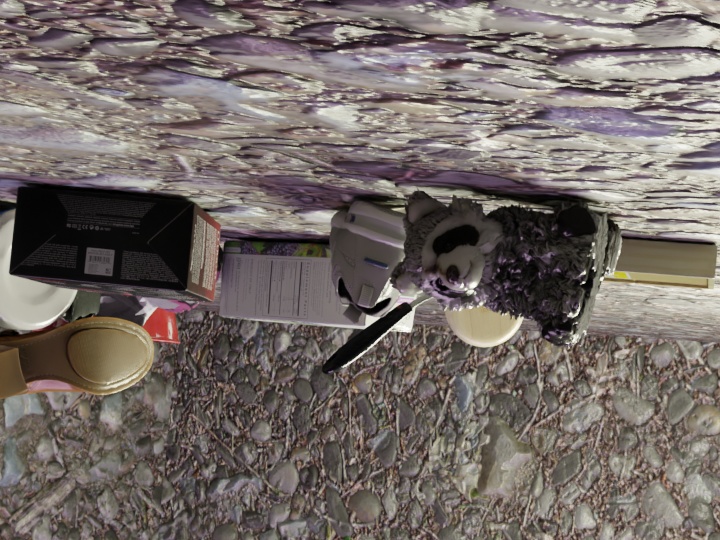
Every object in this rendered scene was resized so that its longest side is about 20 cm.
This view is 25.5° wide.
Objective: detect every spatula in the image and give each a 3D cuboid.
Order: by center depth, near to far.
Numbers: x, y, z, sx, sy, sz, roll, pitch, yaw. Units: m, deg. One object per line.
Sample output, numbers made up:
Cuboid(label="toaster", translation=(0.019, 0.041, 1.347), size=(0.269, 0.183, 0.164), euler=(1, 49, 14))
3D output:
Cuboid(label="spatula", translation=(0.052, 0.025, 1.231), size=(0.199, 0.021, 0.056), euler=(-30, -166, -15))

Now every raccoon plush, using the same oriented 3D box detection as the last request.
Cuboid(label="raccoon plush", translation=(0.102, -0.004, 1.112), size=(0.133, 0.098, 0.200), euler=(12, 178, 16))

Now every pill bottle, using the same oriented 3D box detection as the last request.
Cuboid(label="pill bottle", translation=(-0.368, -0.003, 1.529), size=(0.113, 0.115, 0.199), euler=(9, 174, -44))

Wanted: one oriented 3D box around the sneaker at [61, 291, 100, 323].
Cuboid(label="sneaker", translation=(-0.294, 0.007, 1.637), size=(0.059, 0.106, 0.200), euler=(5, 176, -3))

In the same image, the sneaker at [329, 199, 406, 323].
Cuboid(label="sneaker", translation=(0.000, 0.000, 1.223), size=(0.074, 0.083, 0.200), euler=(19, 173, 3))

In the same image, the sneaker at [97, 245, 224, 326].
Cuboid(label="sneaker", translation=(-0.211, -0.005, 1.675), size=(0.199, 0.087, 0.080), euler=(-21, 120, 43))

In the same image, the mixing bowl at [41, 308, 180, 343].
Cuboid(label="mixing bowl", translation=(-0.311, 0.027, 1.927), size=(0.198, 0.110, 0.200), euler=(6, 176, 0))

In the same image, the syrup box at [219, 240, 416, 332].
Cuboid(label="syrup box", translation=(-0.044, 0.015, 1.592), size=(0.198, 0.082, 0.078), euler=(1, 177, 39))

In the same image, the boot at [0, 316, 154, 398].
Cuboid(label="boot", translation=(-0.315, 0.088, 1.535), size=(0.199, 0.078, 0.155), euler=(-16, -170, -35))

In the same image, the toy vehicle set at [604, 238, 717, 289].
Cuboid(label="toy vehicle set", translation=(0.196, -0.009, 1.324), size=(0.198, 0.027, 0.124), euler=(4, 176, 12))

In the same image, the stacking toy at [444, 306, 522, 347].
Cuboid(label="stacking toy", translation=(0.125, 0.032, 1.745), size=(0.084, 0.086, 0.200), euler=(5, -177, -3))

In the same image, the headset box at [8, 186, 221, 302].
Cuboid(label="headset box", translation=(-0.202, -0.018, 1.359), size=(0.147, 0.076, 0.200), euler=(5, 176, 3))
